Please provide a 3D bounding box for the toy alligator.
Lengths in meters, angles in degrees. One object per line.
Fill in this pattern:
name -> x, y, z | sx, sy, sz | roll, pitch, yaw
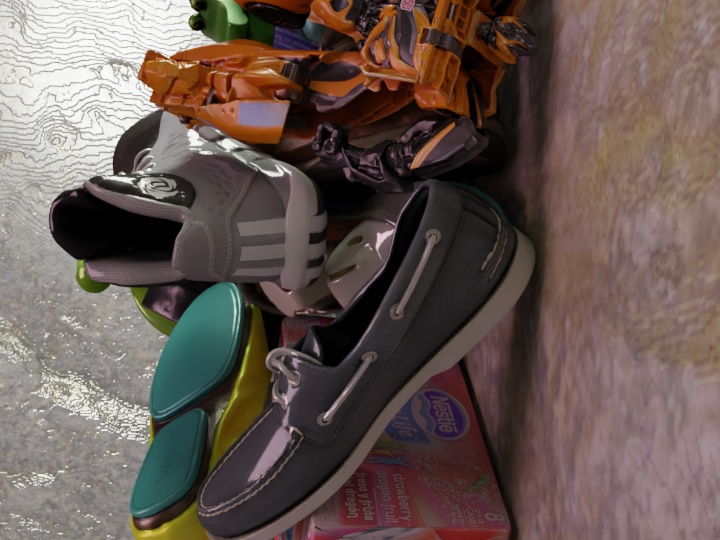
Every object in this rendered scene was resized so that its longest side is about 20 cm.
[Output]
toy alligator -> -0.070, -0.146, 0.988 | 0.201, 0.054, 0.060 | -86, 5, -48

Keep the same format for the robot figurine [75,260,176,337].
robot figurine -> -0.107, -0.025, 1.268 | 0.201, 0.173, 0.117 | 93, 173, -61

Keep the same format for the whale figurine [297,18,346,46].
whale figurine -> -0.005, -0.218, 0.952 | 0.159, 0.103, 0.202 | -123, 55, -79

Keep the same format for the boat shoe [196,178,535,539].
boat shoe -> -0.012, 0.041, 0.824 | 0.200, 0.062, 0.073 | -45, 26, 12

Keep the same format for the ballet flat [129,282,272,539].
ballet flat -> -0.074, 0.086, 0.947 | 0.067, 0.066, 0.201 | 52, -158, -24

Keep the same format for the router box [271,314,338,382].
router box -> -0.031, 0.127, 1.313 | 0.150, 0.061, 0.202 | -119, 33, -74

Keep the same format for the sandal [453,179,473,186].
sandal -> 0.027, -0.108, 0.987 | 0.080, 0.057, 0.203 | 115, 156, -69

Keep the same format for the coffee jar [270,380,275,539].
coffee jar -> -0.021, 0.139, 1.128 | 0.200, 0.084, 0.105 | -108, 3, -70

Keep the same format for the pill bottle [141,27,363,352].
pill bottle -> -0.046, -0.052, 1.074 | 0.202, 0.111, 0.112 | -65, 8, -3

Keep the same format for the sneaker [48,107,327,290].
sneaker -> -0.109, -0.039, 0.917 | 0.199, 0.114, 0.076 | 24, 115, 56

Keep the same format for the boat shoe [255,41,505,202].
boat shoe -> -0.001, -0.076, 0.935 | 0.199, 0.075, 0.075 | -7, 84, 49

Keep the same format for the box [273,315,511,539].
box -> 0.008, 0.113, 0.924 | 0.200, 0.093, 0.104 | -105, 19, -64

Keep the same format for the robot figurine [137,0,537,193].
robot figurine -> -0.009, -0.111, 0.851 | 0.199, 0.058, 0.147 | 7, 76, 41

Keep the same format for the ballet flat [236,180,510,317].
ballet flat -> 0.000, 0.000, 0.912 | 0.199, 0.064, 0.068 | -4, 119, 59
